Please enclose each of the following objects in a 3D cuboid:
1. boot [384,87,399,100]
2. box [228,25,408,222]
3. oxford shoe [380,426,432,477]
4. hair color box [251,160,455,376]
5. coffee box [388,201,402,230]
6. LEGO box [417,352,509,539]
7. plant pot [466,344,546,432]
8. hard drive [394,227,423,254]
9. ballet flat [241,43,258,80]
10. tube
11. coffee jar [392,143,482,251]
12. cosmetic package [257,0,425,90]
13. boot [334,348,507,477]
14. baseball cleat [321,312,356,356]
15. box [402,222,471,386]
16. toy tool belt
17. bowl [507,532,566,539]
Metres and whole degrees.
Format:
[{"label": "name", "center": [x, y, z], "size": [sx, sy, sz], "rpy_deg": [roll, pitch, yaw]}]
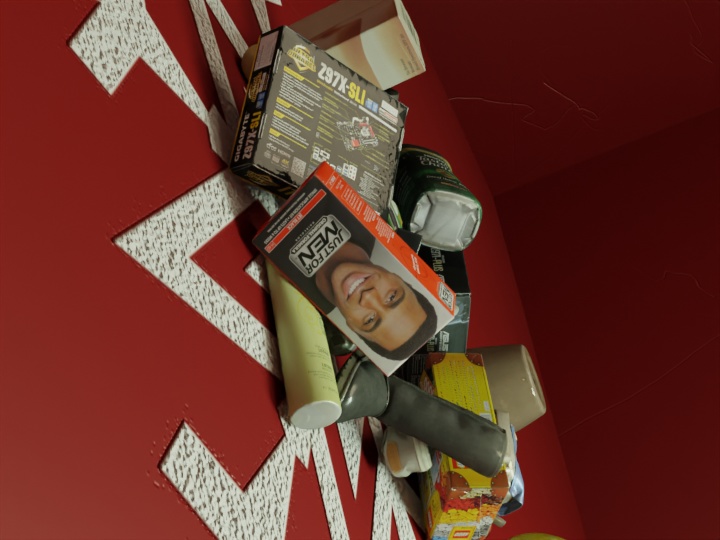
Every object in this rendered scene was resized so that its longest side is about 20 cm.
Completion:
[{"label": "boot", "center": [-0.020, -0.198, 1.229], "size": [0.072, 0.199, 0.154], "rpy_deg": [-12, 113, -38]}, {"label": "box", "center": [-0.039, -0.147, 0.936], "size": [0.198, 0.049, 0.163], "rpy_deg": [23, 69, -39]}, {"label": "oxford shoe", "center": [0.054, 0.218, 1.047], "size": [0.200, 0.057, 0.077], "rpy_deg": [70, 4, -81]}, {"label": "hair color box", "center": [-0.004, -0.001, 0.867], "size": [0.200, 0.101, 0.061], "rpy_deg": [44, 20, -9]}, {"label": "coffee box", "center": [0.029, -0.093, 1.372], "size": [0.200, 0.043, 0.125], "rpy_deg": [-44, 113, -75]}, {"label": "LEGO box", "center": [0.123, 0.232, 1.106], "size": [0.150, 0.075, 0.202], "rpy_deg": [101, -13, -45]}, {"label": "plant pot", "center": [0.201, 0.200, 1.367], "size": [0.200, 0.172, 0.204], "rpy_deg": [-21, 90, -76]}, {"label": "hard drive", "center": [0.036, 0.024, 1.037], "size": [0.200, 0.037, 0.142], "rpy_deg": [17, 91, -87]}, {"label": "ballet flat", "center": [-0.058, -0.219, 1.058], "size": [0.198, 0.070, 0.063], "rpy_deg": [27, 0, -38]}, {"label": "tube", "center": [-0.061, 0.058, 0.850], "size": [0.059, 0.051, 0.202], "rpy_deg": [96, -16, -50]}, {"label": "coffee jar", "center": [0.094, -0.108, 1.185], "size": [0.201, 0.102, 0.087], "rpy_deg": [-112, -141, -61]}, {"label": "cosmetic package", "center": [-0.026, -0.282, 1.114], "size": [0.104, 0.197, 0.088], "rpy_deg": [49, 25, -48]}, {"label": "boot", "center": [0.060, 0.163, 0.904], "size": [0.199, 0.073, 0.182], "rpy_deg": [36, 18, 5]}, {"label": "baseball cleat", "center": [-0.027, 0.005, 0.988], "size": [0.106, 0.069, 0.204], "rpy_deg": [30, 43, -65]}, {"label": "box", "center": [0.104, 0.056, 1.228], "size": [0.165, 0.084, 0.203], "rpy_deg": [-91, -179, -51]}, {"label": "toy tool belt", "center": [0.189, 0.297, 1.212], "size": [0.122, 0.124, 0.203], "rpy_deg": [25, 47, -29]}, {"label": "bowl", "center": [0.194, 0.430, 1.127], "size": [0.106, 0.203, 0.200], "rpy_deg": [26, 16, 4]}]
